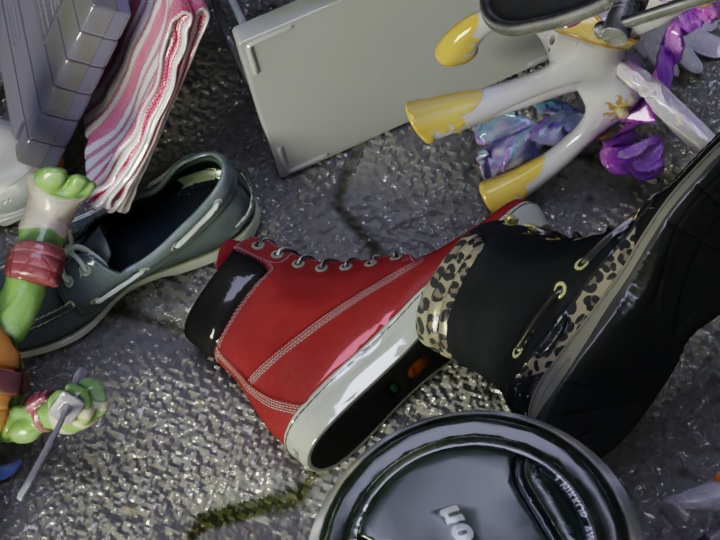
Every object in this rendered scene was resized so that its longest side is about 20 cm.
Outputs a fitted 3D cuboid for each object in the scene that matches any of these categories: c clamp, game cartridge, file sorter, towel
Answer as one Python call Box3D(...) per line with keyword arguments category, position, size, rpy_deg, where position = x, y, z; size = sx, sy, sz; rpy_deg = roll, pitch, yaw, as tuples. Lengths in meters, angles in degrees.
Box3D(category="c clamp", position=(0.141, -0.190, 1.152), size=(0.170, 0.027, 0.201), rpy_deg=(-15, 45, 40))
Box3D(category="game cartridge", position=(-0.185, -0.174, 1.318), size=(0.038, 0.130, 0.201), rpy_deg=(15, 39, -30))
Box3D(category="file sorter", position=(0.009, -0.176, 1.301), size=(0.199, 0.139, 0.125), rpy_deg=(-25, 58, -6))
Box3D(category="towel", position=(-0.136, -0.144, 1.275), size=(0.030, 0.147, 0.200), rpy_deg=(13, 34, -22))

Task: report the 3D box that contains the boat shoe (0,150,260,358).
Box3D(category="boat shoe", position=(-0.156, -0.013, 1.278), size=(0.199, 0.062, 0.073), rpy_deg=(-25, 62, -5))

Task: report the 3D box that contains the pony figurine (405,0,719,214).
Box3D(category="pony figurine", position=(0.144, -0.109, 1.233), size=(0.199, 0.193, 0.167), rpy_deg=(-26, 56, 15))

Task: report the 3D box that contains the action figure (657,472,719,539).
Box3D(category="action figure", position=(0.231, 0.085, 1.143), size=(0.193, 0.105, 0.200), rpy_deg=(-40, 95, -20))

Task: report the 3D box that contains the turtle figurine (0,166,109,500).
Box3D(category="turtle figurine", position=(-0.208, 0.033, 1.166), size=(0.143, 0.200, 0.195), rpy_deg=(3, 79, 21))

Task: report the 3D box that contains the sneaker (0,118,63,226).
Box3D(category="sneaker", position=(-0.280, -0.081, 1.316), size=(0.199, 0.092, 0.076), rpy_deg=(9, 63, 12))

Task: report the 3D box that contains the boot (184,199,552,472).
Box3D(category="boot", position=(0.000, 0.000, 1.246), size=(0.200, 0.072, 0.144), rpy_deg=(-40, 62, -9))

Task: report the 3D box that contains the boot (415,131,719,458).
Box3D(category="boot", position=(0.124, -0.012, 1.125), size=(0.204, 0.073, 0.154), rpy_deg=(-52, 34, -4))

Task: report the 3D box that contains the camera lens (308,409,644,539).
Box3D(category="camera lens", position=(0.061, 0.173, 1.066), size=(0.159, 0.200, 0.161), rpy_deg=(-3, 61, 6))
